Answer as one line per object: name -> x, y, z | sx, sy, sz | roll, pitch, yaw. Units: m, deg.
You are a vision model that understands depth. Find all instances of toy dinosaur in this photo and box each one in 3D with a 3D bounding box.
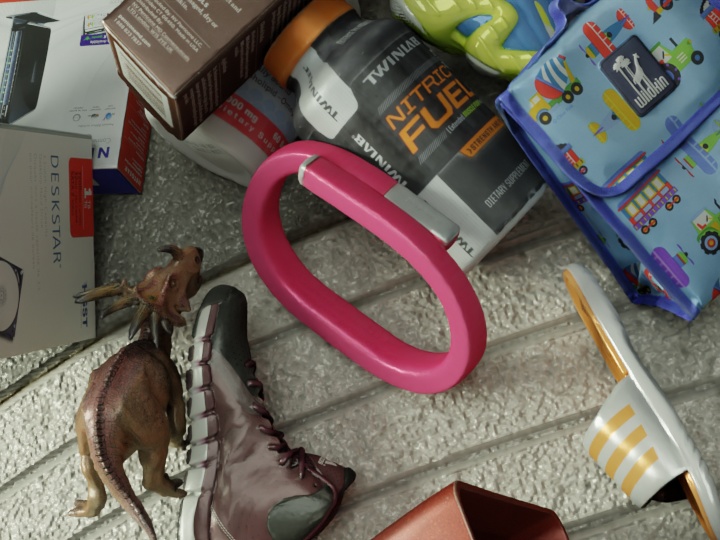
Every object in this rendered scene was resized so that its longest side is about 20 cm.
toy dinosaur -> -0.156, 0.079, 0.802 | 0.085, 0.137, 0.201 | 3, 37, -3

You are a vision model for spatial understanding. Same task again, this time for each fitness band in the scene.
fitness band -> 0.000, 0.000, 0.800 | 0.199, 0.144, 0.037 | 36, 49, 19

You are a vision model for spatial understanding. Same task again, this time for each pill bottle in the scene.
pill bottle -> 0.026, -0.095, 0.814 | 0.200, 0.106, 0.106 | 44, 84, 1
pill bottle -> -0.068, -0.172, 0.899 | 0.108, 0.109, 0.201 | 25, 78, 21

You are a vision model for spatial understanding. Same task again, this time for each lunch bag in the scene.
lunch bag -> 0.186, -0.096, 0.764 | 0.150, 0.094, 0.200 | -43, 102, -5

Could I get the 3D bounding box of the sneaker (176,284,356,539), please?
sneaker -> -0.058, 0.111, 0.818 | 0.114, 0.076, 0.203 | 0, 80, 9

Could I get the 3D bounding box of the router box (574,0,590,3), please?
router box -> 0.160, -0.282, 0.906 | 0.197, 0.049, 0.182 | -5, 69, 13

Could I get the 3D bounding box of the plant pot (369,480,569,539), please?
plant pot -> 0.046, 0.256, 0.675 | 0.175, 0.200, 0.202 | -28, 65, 17

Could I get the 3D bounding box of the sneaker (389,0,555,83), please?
sneaker -> 0.123, -0.170, 0.827 | 0.199, 0.076, 0.106 | 31, 98, -9

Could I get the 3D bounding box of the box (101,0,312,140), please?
box -> -0.073, -0.189, 0.795 | 0.200, 0.100, 0.075 | -43, 87, -11

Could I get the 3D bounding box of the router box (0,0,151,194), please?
router box -> -0.264, -0.151, 0.974 | 0.197, 0.049, 0.182 | -1, 70, 14

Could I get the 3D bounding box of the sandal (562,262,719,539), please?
sandal -> 0.164, 0.091, 0.764 | 0.059, 0.079, 0.208 | -28, 57, 4

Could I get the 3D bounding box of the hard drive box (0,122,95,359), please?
hard drive box -> -0.260, -0.021, 0.819 | 0.076, 0.200, 0.158 | 0, 94, 13
